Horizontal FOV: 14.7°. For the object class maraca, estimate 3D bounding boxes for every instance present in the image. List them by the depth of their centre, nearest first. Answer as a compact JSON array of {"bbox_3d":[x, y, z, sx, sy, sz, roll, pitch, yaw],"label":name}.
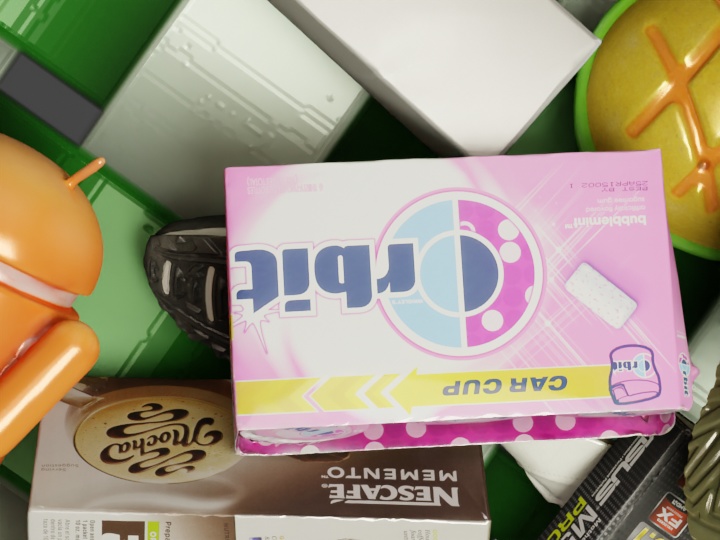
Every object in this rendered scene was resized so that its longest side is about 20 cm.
[{"bbox_3d":[0.195,-0.067,1.282,0.199,0.107,0.138,12,89,-7],"label":"maraca"}]

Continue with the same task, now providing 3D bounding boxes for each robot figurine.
[{"bbox_3d":[-0.187,0.022,1.238,0.116,0.144,0.200,28,92,-18],"label":"robot figurine"}]

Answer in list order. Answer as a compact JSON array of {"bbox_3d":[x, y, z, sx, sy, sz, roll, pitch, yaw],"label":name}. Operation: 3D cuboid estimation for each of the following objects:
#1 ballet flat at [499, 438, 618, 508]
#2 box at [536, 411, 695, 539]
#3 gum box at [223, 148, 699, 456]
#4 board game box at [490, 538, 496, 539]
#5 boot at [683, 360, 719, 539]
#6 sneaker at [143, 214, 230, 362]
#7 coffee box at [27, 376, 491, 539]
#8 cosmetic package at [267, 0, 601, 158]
[{"bbox_3d":[0.138,0.102,1.307,0.199,0.069,0.070,14,90,-10],"label":"ballet flat"},{"bbox_3d":[0.161,0.176,1.279,0.200,0.044,0.160,36,95,-24],"label":"box"},{"bbox_3d":[0.043,0.014,1.199,0.199,0.066,0.114,-3,76,-3],"label":"gum box"},{"bbox_3d":[0.060,0.239,1.285,0.120,0.032,0.200,-30,96,-48],"label":"board game box"},{"bbox_3d":[0.222,0.076,1.236,0.066,0.200,0.176,2,73,34],"label":"boot"},{"bbox_3d":[0.000,0.000,1.286,0.199,0.079,0.074,3,127,-2],"label":"sneaker"},{"bbox_3d":[-0.045,0.109,1.245,0.199,0.113,0.080,2,119,-2],"label":"coffee box"},{"bbox_3d":[0.005,-0.137,1.262,0.200,0.107,0.090,39,88,-7],"label":"cosmetic package"}]
